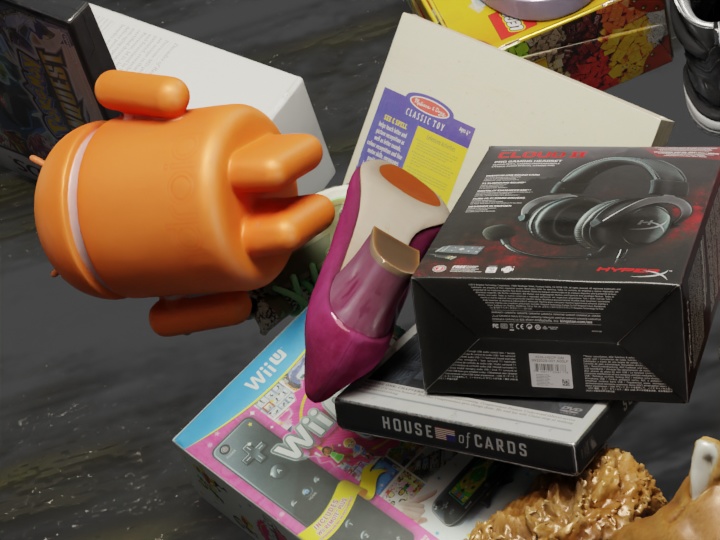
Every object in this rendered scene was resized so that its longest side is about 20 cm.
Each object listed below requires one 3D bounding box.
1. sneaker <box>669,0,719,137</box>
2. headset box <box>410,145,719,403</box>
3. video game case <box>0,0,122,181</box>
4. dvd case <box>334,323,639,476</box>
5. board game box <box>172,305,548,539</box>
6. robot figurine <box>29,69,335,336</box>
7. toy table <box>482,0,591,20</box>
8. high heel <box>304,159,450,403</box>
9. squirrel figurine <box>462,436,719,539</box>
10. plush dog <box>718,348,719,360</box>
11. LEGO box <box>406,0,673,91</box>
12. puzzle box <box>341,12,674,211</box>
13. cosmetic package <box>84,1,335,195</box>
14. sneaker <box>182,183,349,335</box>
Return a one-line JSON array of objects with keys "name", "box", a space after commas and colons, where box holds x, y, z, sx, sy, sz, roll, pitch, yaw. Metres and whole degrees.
[{"name": "sneaker", "box": [0.244, -0.194, 1.314, 0.075, 0.114, 0.201, -4, 52, 13]}, {"name": "headset box", "box": [0.128, -0.007, 1.128, 0.148, 0.078, 0.200, 2, 28, 19]}, {"name": "video game case", "box": [-0.227, -0.126, 1.346, 0.180, 0.201, 0.026, 23, 59, 30]}, {"name": "dvd case", "box": [0.099, 0.048, 1.138, 0.149, 0.025, 0.200, 8, 30, 30]}, {"name": "board game box", "box": [0.009, 0.117, 1.178, 0.200, 0.064, 0.148, 32, 66, 34]}, {"name": "robot figurine", "box": [-0.117, -0.043, 1.223, 0.199, 0.144, 0.117, -5, 54, 27]}, {"name": "toy table", "box": [0.109, -0.279, 1.318, 0.183, 0.117, 0.201, -20, 50, 0]}, {"name": "high heel", "box": [0.000, 0.000, 1.162, 0.067, 0.096, 0.200, 32, 20, -2]}, {"name": "squirrel figurine", "box": [0.136, 0.160, 1.027, 0.187, 0.141, 0.200, -53, 43, 8]}, {"name": "plush dog", "box": [0.271, 0.101, 1.076, 0.199, 0.160, 0.173, 9, 83, 25]}, {"name": "LEGO box", "box": [0.109, -0.207, 1.387, 0.148, 0.077, 0.201, -23, 51, -1]}, {"name": "puzzle box", "box": [0.089, -0.070, 1.267, 0.199, 0.025, 0.134, 27, 104, 28]}, {"name": "cosmetic package", "box": [-0.125, -0.104, 1.364, 0.199, 0.102, 0.071, 23, 62, 29]}, {"name": "sneaker", "box": [-0.041, 0.006, 1.275, 0.199, 0.077, 0.089, -9, 52, 20]}]
